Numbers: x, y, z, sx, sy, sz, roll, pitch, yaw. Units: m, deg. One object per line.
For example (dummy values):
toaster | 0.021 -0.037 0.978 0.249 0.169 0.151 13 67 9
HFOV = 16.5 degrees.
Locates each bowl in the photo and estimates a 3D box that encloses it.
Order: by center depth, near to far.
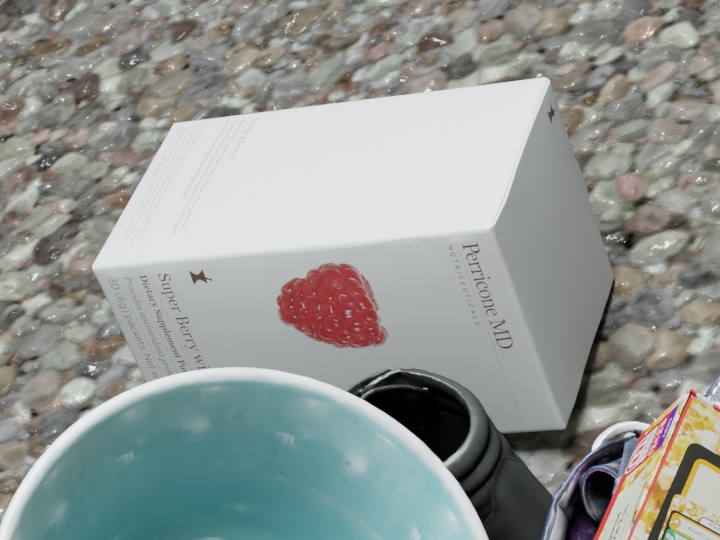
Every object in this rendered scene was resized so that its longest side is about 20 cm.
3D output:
bowl | -0.053 0.151 0.988 0.201 0.105 0.201 5 64 -11

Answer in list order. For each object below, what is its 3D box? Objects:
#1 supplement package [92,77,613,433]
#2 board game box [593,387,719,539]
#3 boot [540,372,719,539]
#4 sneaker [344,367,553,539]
supplement package | 0.000 0.000 1.161 0.200 0.121 0.120 -6 35 24
board game box | 0.140 0.162 0.894 0.151 0.046 0.200 32 54 -3
boot | 0.136 0.080 1.000 0.073 0.090 0.200 -19 39 49
sneaker | -0.008 0.084 1.095 0.200 0.099 0.071 3 48 33
